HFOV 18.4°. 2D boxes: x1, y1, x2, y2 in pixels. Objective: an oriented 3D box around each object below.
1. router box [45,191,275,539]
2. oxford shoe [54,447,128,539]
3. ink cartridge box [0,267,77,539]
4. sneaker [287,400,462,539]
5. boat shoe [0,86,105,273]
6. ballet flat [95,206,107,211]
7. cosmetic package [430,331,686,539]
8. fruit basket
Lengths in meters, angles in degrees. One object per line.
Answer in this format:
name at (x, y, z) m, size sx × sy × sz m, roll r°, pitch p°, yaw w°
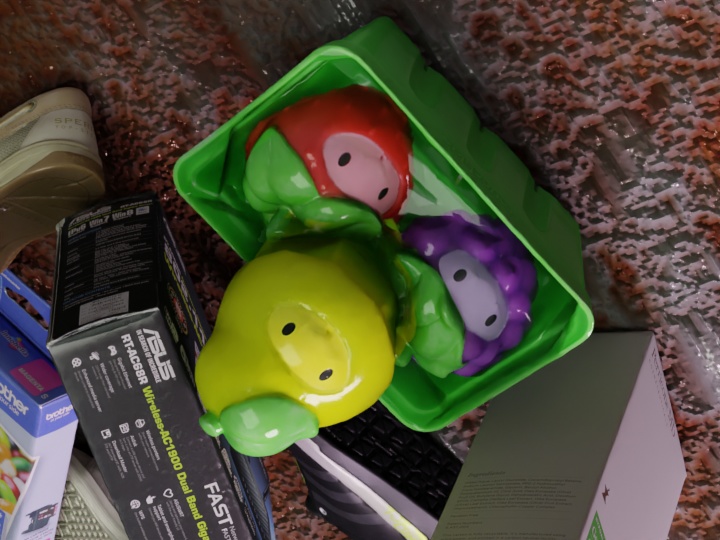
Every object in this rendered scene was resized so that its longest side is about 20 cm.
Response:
router box at (-0.102, 0.078, 1.179) m, size 0.062 × 0.150 × 0.200 m, roll -18°, pitch 115°, yaw 2°
oxford shoe at (-0.148, 0.154, 1.376) m, size 0.200 × 0.058 × 0.075 m, roll 38°, pitch 138°, yaw 12°
ink cartridge box at (-0.224, 0.090, 1.340) m, size 0.119 × 0.042 × 0.200 m, roll 40°, pitch 131°, yaw 27°
sneaker at (-0.016, 0.114, 1.283) m, size 0.200 × 0.072 × 0.083 m, roll 44°, pitch 128°, yaw -12°
boat shoe at (-0.224, -0.040, 1.266) m, size 0.200 × 0.065 × 0.072 m, roll -27°, pitch 146°, yaw 33°
ballet flat at (-0.113, 0.047, 1.284) m, size 0.072 × 0.072 × 0.200 m, roll -8°, pitch 118°, yaw 26°
cosmetic package at (0.104, 0.130, 1.165) m, size 0.085 × 0.200 × 0.108 m, roll -2°, pitch 124°, yaw 25°
fruit basket at (0.000, 0.000, 1.116) m, size 0.155 × 0.216 × 0.216 m, roll -35°, pitch 106°, yaw 34°
